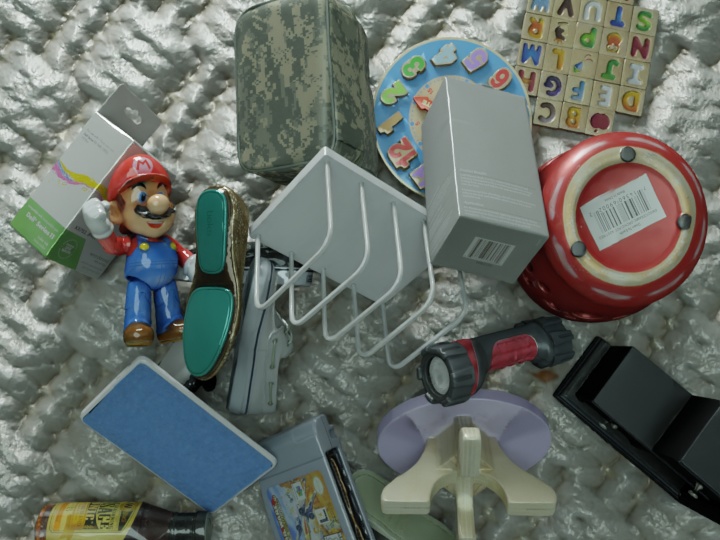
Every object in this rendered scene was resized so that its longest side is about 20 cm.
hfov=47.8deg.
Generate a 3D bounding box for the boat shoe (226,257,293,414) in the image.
[{"bbox_3d":[-0.108,0.077,0.928,0.065,0.074,0.203,7,122,-13],"label":"boat shoe"}]

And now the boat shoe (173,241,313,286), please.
[{"bbox_3d":[-0.153,-0.019,0.954,0.194,0.074,0.070,2,90,2],"label":"boat shoe"}]

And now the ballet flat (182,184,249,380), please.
[{"bbox_3d":[-0.145,0.013,0.864,0.069,0.065,0.205,8,91,23],"label":"ballet flat"}]

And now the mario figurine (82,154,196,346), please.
[{"bbox_3d":[-0.221,-0.024,0.865,0.104,0.123,0.205,-9,87,14],"label":"mario figurine"}]

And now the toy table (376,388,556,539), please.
[{"bbox_3d":[0.116,0.214,0.884,0.195,0.118,0.187,-11,120,7],"label":"toy table"}]

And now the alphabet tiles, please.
[{"bbox_3d":[0.277,-0.269,0.999,0.162,0.006,0.205,11,86,2],"label":"alphabet tiles"}]

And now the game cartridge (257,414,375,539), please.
[{"bbox_3d":[-0.050,0.276,0.911,0.132,0.041,0.204,-29,79,37],"label":"game cartridge"}]

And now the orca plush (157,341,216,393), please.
[{"bbox_3d":[-0.200,0.138,0.947,0.070,0.105,0.202,30,95,-33],"label":"orca plush"}]

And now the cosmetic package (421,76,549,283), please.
[{"bbox_3d":[0.127,-0.101,0.867,0.104,0.091,0.203,12,50,-14],"label":"cosmetic package"}]

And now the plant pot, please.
[{"bbox_3d":[0.271,-0.043,0.896,0.195,0.183,0.206,0,88,1],"label":"plant pot"}]

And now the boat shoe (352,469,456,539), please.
[{"bbox_3d":[0.052,0.313,0.934,0.201,0.061,0.072,44,47,0],"label":"boat shoe"}]

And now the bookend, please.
[{"bbox_3d":[0.329,0.169,0.867,0.198,0.200,0.093,40,87,3],"label":"bookend"}]

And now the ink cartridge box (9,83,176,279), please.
[{"bbox_3d":[-0.292,-0.099,0.939,0.067,0.117,0.201,36,87,17],"label":"ink cartridge box"}]

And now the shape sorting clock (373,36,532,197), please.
[{"bbox_3d":[0.110,-0.183,0.979,0.195,0.039,0.205,0,86,2],"label":"shape sorting clock"}]

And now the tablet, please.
[{"bbox_3d":[-0.203,0.188,0.910,0.199,0.014,0.130,42,117,-19],"label":"tablet"}]

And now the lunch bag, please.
[{"bbox_3d":[-0.047,-0.189,0.922,0.137,0.167,0.205,-8,82,29],"label":"lunch bag"}]

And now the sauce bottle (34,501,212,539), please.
[{"bbox_3d":[-0.272,0.300,0.939,0.195,0.066,0.068,-2,85,-1],"label":"sauce bottle"}]

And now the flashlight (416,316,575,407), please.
[{"bbox_3d":[0.156,0.097,0.896,0.196,0.067,0.069,-8,91,-33],"label":"flashlight"}]

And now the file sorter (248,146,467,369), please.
[{"bbox_3d":[0.000,0.000,0.857,0.198,0.126,0.138,27,129,-32],"label":"file sorter"}]
